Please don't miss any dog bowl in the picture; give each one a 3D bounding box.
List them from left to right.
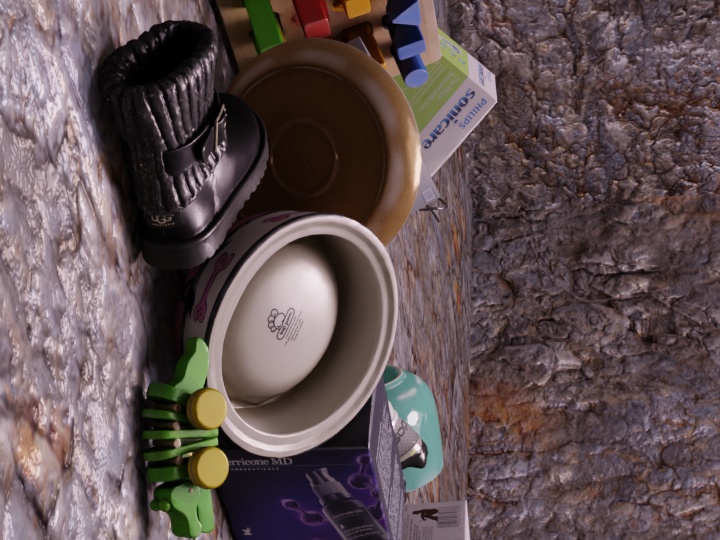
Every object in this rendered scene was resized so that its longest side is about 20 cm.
[{"bbox_3d":[-0.064,0.043,1.195,0.198,0.073,0.203,-18,119,-37],"label":"dog bowl"}]

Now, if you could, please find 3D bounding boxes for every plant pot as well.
[{"bbox_3d":[-0.045,-0.095,1.263,0.027,0.197,0.203,-19,107,-68],"label":"plant pot"}]

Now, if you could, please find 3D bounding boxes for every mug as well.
[{"bbox_3d":[0.011,0.178,1.654,0.185,0.150,0.116,-61,144,-73],"label":"mug"}]

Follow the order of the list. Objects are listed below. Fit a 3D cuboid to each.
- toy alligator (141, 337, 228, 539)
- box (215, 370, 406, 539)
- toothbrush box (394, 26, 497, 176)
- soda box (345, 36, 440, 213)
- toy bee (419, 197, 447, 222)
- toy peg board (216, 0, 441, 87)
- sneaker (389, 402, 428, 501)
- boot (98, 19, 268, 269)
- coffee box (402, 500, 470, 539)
[{"bbox_3d":[-0.133,0.150,1.081,0.054,0.059,0.203,1,86,-39],"label":"toy alligator"},{"bbox_3d":[-0.044,0.179,1.329,0.202,0.146,0.105,77,14,-44],"label":"box"},{"bbox_3d":[0.023,-0.199,1.556,0.199,0.146,0.086,37,22,-13],"label":"toothbrush box"},{"bbox_3d":[0.012,-0.125,1.385,0.069,0.063,0.200,63,3,32],"label":"soda box"},{"bbox_3d":[-0.018,-0.059,1.590,0.109,0.198,0.131,-58,-171,21],"label":"toy bee"},{"bbox_3d":[-0.017,-0.210,1.386,0.201,0.197,0.099,74,-3,-55],"label":"toy peg board"},{"bbox_3d":[0.000,0.229,1.525,0.201,0.087,0.074,-54,-173,19],"label":"sneaker"},{"bbox_3d":[-0.126,-0.120,1.111,0.212,0.078,0.160,-79,164,-55],"label":"boot"},{"bbox_3d":[0.012,0.300,1.470,0.080,0.197,0.115,-79,163,-68],"label":"coffee box"}]
